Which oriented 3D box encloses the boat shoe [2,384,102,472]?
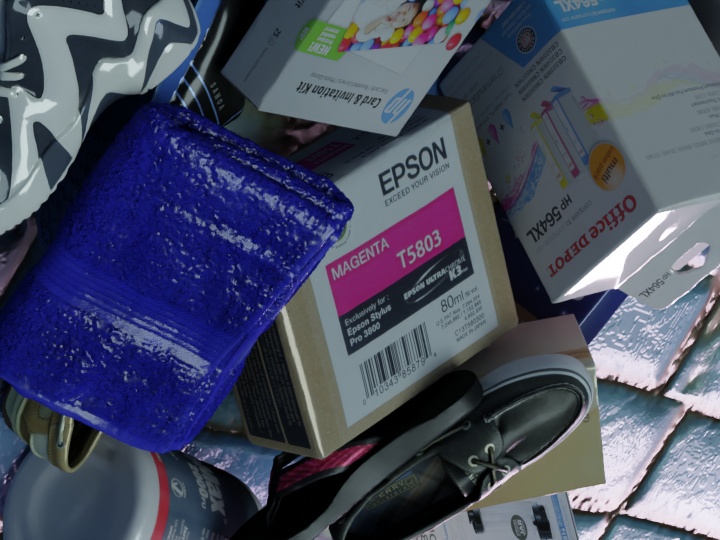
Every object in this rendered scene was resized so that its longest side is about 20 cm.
[{"bbox_3d":[-0.145,0.032,1.307,0.071,0.076,0.201,12,109,-45],"label":"boat shoe"}]

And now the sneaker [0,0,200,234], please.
[{"bbox_3d":[-0.194,-0.113,1.149,0.199,0.080,0.130,-39,130,4],"label":"sneaker"}]

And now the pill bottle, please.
[{"bbox_3d":[-0.130,0.179,1.409,0.120,0.120,0.200,-53,142,4],"label":"pill bottle"}]

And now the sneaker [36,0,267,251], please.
[{"bbox_3d":[-0.114,-0.088,1.249,0.078,0.070,0.200,20,105,-45],"label":"sneaker"}]

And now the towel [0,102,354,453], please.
[{"bbox_3d":[-0.111,0.011,1.219,0.147,0.050,0.200,24,116,-26],"label":"towel"}]

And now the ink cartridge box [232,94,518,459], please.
[{"bbox_3d":[0.000,0.000,1.356,0.200,0.075,0.165,-32,119,-37],"label":"ink cartridge box"}]

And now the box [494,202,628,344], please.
[{"bbox_3d":[0.138,-0.007,1.520,0.200,0.121,0.032,-52,143,2],"label":"box"}]

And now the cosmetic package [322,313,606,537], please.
[{"bbox_3d":[0.060,0.105,1.443,0.199,0.071,0.106,-11,119,-2],"label":"cosmetic package"}]

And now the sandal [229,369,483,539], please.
[{"bbox_3d":[-0.013,0.118,1.358,0.200,0.075,0.045,-38,109,-3],"label":"sandal"}]

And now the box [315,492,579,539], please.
[{"bbox_3d":[0.060,0.199,1.613,0.116,0.060,0.200,-26,159,39],"label":"box"}]

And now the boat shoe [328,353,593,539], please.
[{"bbox_3d":[0.066,0.126,1.381,0.200,0.057,0.069,-31,117,9],"label":"boat shoe"}]

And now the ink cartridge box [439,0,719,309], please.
[{"bbox_3d":[0.169,-0.081,1.401,0.125,0.201,0.129,-13,158,-37],"label":"ink cartridge box"}]

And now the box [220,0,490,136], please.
[{"bbox_3d":[0.025,-0.175,1.238,0.200,0.041,0.156,-53,153,18],"label":"box"}]

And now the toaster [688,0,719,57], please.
[{"bbox_3d":[0.257,-0.162,1.479,0.113,0.200,0.129,-10,144,-38],"label":"toaster"}]
